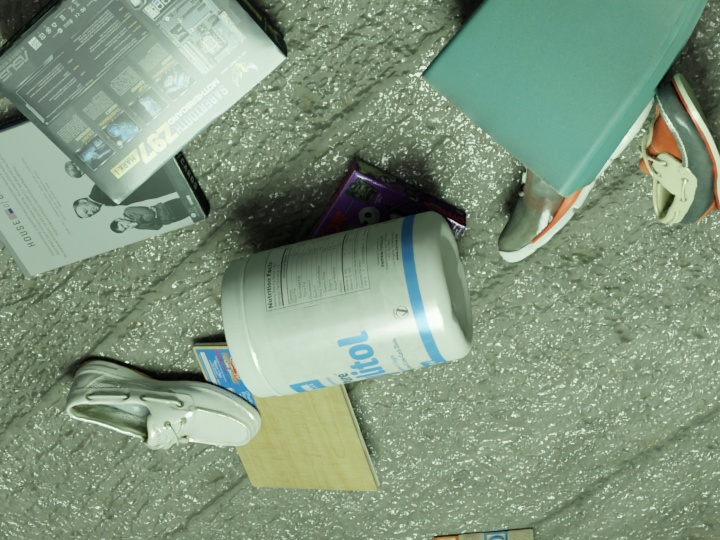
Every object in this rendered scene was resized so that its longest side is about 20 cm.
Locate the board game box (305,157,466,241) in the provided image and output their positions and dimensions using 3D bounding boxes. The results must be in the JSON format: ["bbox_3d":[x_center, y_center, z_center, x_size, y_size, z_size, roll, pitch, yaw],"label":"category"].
[{"bbox_3d":[0.000,0.000,1.143,0.119,0.032,0.201,27,123,-9],"label":"board game box"}]

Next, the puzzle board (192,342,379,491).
[{"bbox_3d":[-0.073,0.149,1.241,0.149,0.017,0.202,-2,126,23],"label":"puzzle board"}]

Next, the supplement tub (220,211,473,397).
[{"bbox_3d":[-0.009,0.031,1.070,0.198,0.133,0.133,-14,124,15],"label":"supplement tub"}]

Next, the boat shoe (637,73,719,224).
[{"bbox_3d":[0.261,-0.092,0.996,0.062,0.072,0.200,-19,155,14],"label":"boat shoe"}]

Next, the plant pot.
[{"bbox_3d":[0.173,-0.183,0.912,0.141,0.141,0.201,40,110,9],"label":"plant pot"}]

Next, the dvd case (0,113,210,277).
[{"bbox_3d":[-0.257,-0.082,1.104,0.198,0.025,0.151,-16,123,15],"label":"dvd case"}]

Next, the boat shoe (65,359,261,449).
[{"bbox_3d":[-0.202,0.152,1.230,0.198,0.070,0.071,12,129,1],"label":"boat shoe"}]

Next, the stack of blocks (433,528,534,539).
[{"bbox_3d":[0.137,0.376,1.292,0.114,0.201,0.059,-7,126,8],"label":"stack of blocks"}]

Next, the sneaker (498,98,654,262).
[{"bbox_3d":[0.168,-0.098,1.045,0.082,0.077,0.201,36,115,0],"label":"sneaker"}]

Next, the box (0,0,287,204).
[{"bbox_3d":[-0.183,-0.175,0.996,0.199,0.051,0.158,-38,115,14],"label":"box"}]
